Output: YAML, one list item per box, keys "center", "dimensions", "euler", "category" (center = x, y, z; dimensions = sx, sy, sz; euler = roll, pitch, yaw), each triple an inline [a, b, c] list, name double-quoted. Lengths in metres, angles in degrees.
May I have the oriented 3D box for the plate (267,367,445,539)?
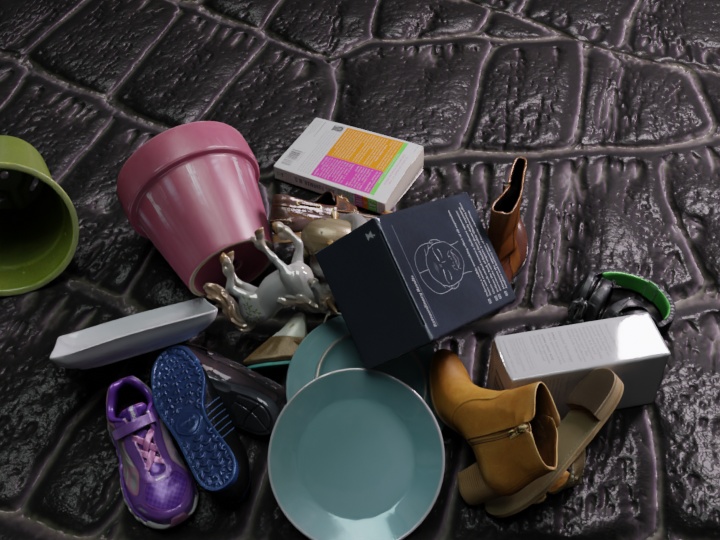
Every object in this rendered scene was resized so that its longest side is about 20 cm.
- center: [-0.005, 0.211, 1.038]
  dimensions: [0.198, 0.026, 0.202]
  euler: [0, 78, -2]
  category: "plate"

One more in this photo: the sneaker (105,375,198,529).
- center: [-0.248, 0.200, 1.059]
  dimensions: [0.080, 0.089, 0.201]
  euler: [-19, 49, -19]
  category: "sneaker"

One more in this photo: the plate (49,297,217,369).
- center: [-0.280, 0.080, 1.155]
  dimensions: [0.198, 0.033, 0.199]
  euler: [-17, 6, -14]
  category: "plate"

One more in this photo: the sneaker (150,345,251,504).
- center: [-0.184, 0.181, 1.071]
  dimensions: [0.070, 0.078, 0.201]
  euler: [-27, 57, -3]
  category: "sneaker"

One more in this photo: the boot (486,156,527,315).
- center: [0.192, -0.071, 1.238]
  dimensions: [0.068, 0.201, 0.189]
  euler: [18, 48, 18]
  category: "boot"

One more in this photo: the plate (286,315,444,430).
- center: [0.011, 0.139, 1.104]
  dimensions: [0.198, 0.026, 0.202]
  euler: [4, 63, -9]
  category: "plate"

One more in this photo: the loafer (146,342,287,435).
- center: [-0.172, 0.139, 1.141]
  dimensions: [0.199, 0.072, 0.063]
  euler: [24, 31, 22]
  category: "loafer"

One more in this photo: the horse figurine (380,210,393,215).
- center: [0.091, -0.041, 1.285]
  dimensions: [0.131, 0.050, 0.200]
  euler: [21, 21, -5]
  category: "horse figurine"

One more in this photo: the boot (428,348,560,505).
- center: [0.154, 0.152, 1.042]
  dimensions: [0.070, 0.144, 0.203]
  euler: [13, 51, -34]
  category: "boot"

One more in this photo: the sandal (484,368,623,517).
- center: [0.236, 0.213, 1.047]
  dimensions: [0.212, 0.070, 0.078]
  euler: [-49, 25, -6]
  category: "sandal"

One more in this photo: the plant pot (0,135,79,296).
- center: [-0.506, -0.100, 1.308]
  dimensions: [0.198, 0.202, 0.190]
  euler: [-14, 35, -12]
  category: "plant pot"

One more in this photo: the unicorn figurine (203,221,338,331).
- center: [-0.101, 0.015, 1.144]
  dimensions: [0.074, 0.199, 0.138]
  euler: [-28, 87, -47]
  category: "unicorn figurine"

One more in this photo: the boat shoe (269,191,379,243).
- center: [-0.042, -0.075, 1.283]
  dimensions: [0.070, 0.071, 0.199]
  euler: [-5, -1, 41]
  category: "boat shoe"

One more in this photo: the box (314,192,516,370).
- center: [0.069, 0.008, 1.087]
  dimensions: [0.199, 0.107, 0.150]
  euler: [-18, 82, -51]
  category: "box"

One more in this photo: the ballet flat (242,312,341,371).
- center: [-0.049, 0.089, 1.170]
  dimensions: [0.198, 0.068, 0.073]
  euler: [-2, 79, -2]
  category: "ballet flat"

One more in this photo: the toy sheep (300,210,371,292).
- center: [0.000, 0.000, 1.207]
  dimensions: [0.137, 0.200, 0.139]
  euler: [-32, 39, 30]
  category: "toy sheep"

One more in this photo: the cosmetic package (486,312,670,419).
- center: [0.260, 0.121, 1.119]
  dimensions: [0.198, 0.102, 0.074]
  euler: [-9, 47, -9]
  category: "cosmetic package"

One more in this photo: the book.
- center: [-0.018, -0.166, 1.448]
  dimensions: [0.199, 0.048, 0.134]
  euler: [21, 52, 22]
  category: "book"

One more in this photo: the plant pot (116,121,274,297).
- center: [-0.211, -0.073, 1.268]
  dimensions: [0.199, 0.201, 0.180]
  euler: [-22, 64, -19]
  category: "plant pot"

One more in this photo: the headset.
- center: [0.327, 0.044, 1.198]
  dimensions: [0.199, 0.095, 0.123]
  euler: [-21, 47, -34]
  category: "headset"
